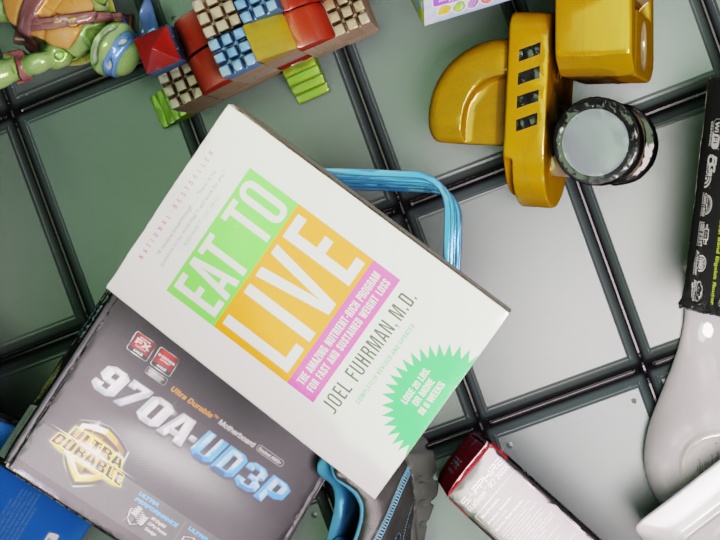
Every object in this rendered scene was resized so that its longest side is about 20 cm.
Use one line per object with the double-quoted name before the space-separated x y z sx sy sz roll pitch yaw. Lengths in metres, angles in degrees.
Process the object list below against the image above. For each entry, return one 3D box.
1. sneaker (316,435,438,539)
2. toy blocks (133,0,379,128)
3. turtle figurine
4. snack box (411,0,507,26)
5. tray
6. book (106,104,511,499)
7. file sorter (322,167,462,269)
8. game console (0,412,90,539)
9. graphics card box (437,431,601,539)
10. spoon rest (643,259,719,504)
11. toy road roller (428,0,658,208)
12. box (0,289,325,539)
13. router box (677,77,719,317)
"sneaker" 0.011 0.213 1.030 0.081 0.073 0.202 -6 90 -33
"toy blocks" -0.070 -0.162 0.996 0.198 0.137 0.101 -23 91 7
"turtle figurine" -0.251 -0.194 0.997 0.193 0.199 0.145 36 137 23
"snack box" 0.082 -0.257 0.905 0.167 0.068 0.201 -16 51 -6
"tray" 0.291 0.146 1.005 0.200 0.022 0.107 -39 125 7
"book" -0.031 0.017 0.855 0.199 0.048 0.134 36 95 4
"file sorter" 0.000 0.000 0.970 0.137 0.200 0.124 3 90 6
"game console" -0.290 0.148 1.072 0.170 0.119 0.201 22 119 -25
"graphics card box" 0.141 0.195 1.001 0.200 0.125 0.051 41 87 1
"spoon rest" 0.246 0.083 1.026 0.098 0.061 0.202 -2 107 7
"toy road roller" 0.124 -0.143 0.988 0.144 0.123 0.202 4 95 17
"box" -0.123 0.117 1.009 0.199 0.046 0.160 38 74 -18
"router box" 0.311 -0.040 0.958 0.198 0.062 0.152 4 95 -24
